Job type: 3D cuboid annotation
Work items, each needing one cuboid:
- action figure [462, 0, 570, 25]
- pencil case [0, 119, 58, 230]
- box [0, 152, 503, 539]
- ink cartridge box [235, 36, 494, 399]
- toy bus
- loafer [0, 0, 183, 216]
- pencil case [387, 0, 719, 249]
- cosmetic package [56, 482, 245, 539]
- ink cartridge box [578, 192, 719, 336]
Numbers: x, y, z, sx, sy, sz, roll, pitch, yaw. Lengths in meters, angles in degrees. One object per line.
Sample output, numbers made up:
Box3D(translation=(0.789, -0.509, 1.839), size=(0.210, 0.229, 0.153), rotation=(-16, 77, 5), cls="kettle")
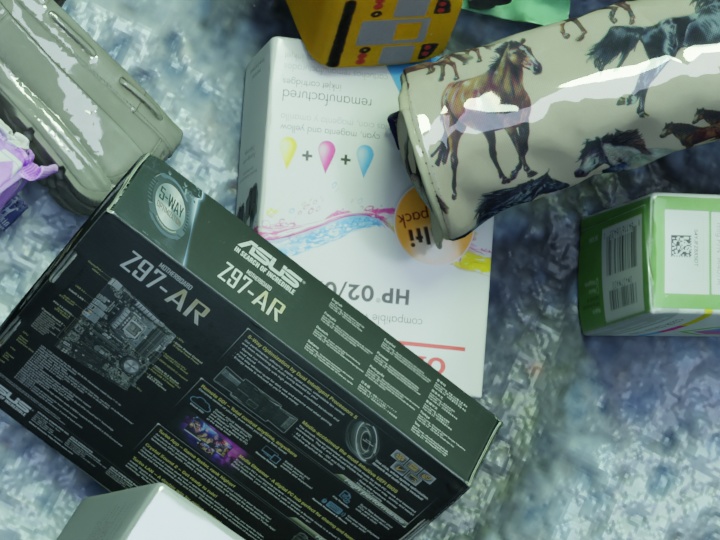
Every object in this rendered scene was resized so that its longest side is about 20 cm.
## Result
Box3D(translation=(0.066, -0.228, 1.421), size=(0.117, 0.055, 0.201), rotation=(14, 77, -9), cls="action figure")
Box3D(translation=(-0.229, -0.092, 1.313), size=(0.085, 0.084, 0.200), rotation=(-39, 96, 22), cls="pencil case")
Box3D(translation=(-0.060, 0.059, 1.301), size=(0.200, 0.160, 0.044), rotation=(37, 47, -7), cls="box")
Box3D(translation=(0.000, 0.000, 1.369), size=(0.114, 0.068, 0.202), rotation=(5, 82, -13), cls="ink cartridge box")
Box3D(translation=(-0.011, -0.196, 1.356), size=(0.078, 0.065, 0.201), rotation=(-5, 63, -13), cls="toy bus")
Box3D(translation=(-0.161, -0.118, 1.346), size=(0.070, 0.070, 0.200), rotation=(-41, 100, -22), cls="loafer")
Box3D(translation=(0.114, -0.077, 1.313), size=(0.199, 0.090, 0.078), rotation=(-17, 59, -3), cls="pencil case")
Box3D(translation=(-0.083, 0.150, 1.263), size=(0.101, 0.200, 0.071), rotation=(35, 77, -7), cls="cosmetic package")
Box3D(translation=(0.215, 0.000, 1.404), size=(0.198, 0.104, 0.060), rotation=(1, 84, -14), cls="ink cartridge box")
